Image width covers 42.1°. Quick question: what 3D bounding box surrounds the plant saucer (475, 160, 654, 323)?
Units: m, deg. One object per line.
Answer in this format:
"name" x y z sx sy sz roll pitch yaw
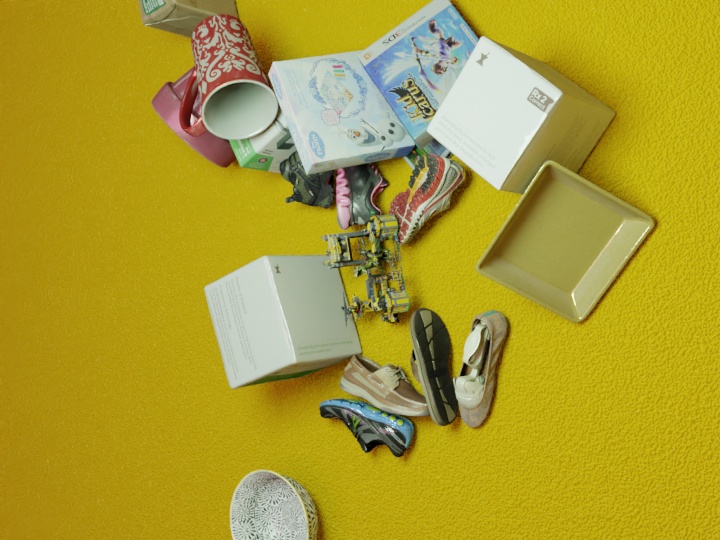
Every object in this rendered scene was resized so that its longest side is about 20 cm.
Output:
"plant saucer" 0.300 -0.046 1.399 0.201 0.199 0.049 -58 16 21

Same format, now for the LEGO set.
"LEGO set" 0.000 0.000 1.614 0.154 0.115 0.202 -177 80 -70

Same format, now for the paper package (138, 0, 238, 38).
"paper package" -0.358 -0.586 1.883 0.103 0.190 0.202 -19 79 36

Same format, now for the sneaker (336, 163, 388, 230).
"sneaker" 0.002 -0.170 1.683 0.095 0.079 0.202 -3 75 3

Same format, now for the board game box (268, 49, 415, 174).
"board game box" -0.032 -0.275 1.598 0.201 0.198 0.043 69 153 16

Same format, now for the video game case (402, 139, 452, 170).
"video game case" 0.112 -0.286 1.621 0.183 0.022 0.200 -50 62 26

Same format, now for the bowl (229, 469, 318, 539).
"bowl" -0.144 0.469 1.759 0.200 0.094 0.203 -1 88 38

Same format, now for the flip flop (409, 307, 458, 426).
"flip flop" 0.115 0.163 1.578 0.057 0.081 0.202 -21 77 47

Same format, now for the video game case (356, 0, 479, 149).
"video game case" 0.118 -0.332 1.556 0.181 0.045 0.201 -35 66 6

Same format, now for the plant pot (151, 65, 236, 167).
"plant pot" -0.278 -0.332 1.829 0.179 0.200 0.200 -47 62 10

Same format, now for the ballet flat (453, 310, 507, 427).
"ballet flat" 0.185 0.161 1.527 0.068 0.067 0.202 17 100 40

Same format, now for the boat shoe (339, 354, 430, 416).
"boat shoe" 0.047 0.199 1.631 0.199 0.075 0.072 18 98 35

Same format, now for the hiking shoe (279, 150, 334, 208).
"hiking shoe" -0.096 -0.193 1.680 0.076 0.100 0.201 -96 7 -49

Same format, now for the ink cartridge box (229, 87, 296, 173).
"ink cartridge box" -0.125 -0.271 1.724 0.200 0.145 0.085 -36 68 32

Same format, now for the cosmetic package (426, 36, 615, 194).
"cosmetic package" 0.242 -0.223 1.405 0.165 0.199 0.166 44 114 30

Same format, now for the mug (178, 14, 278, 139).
"mug" -0.251 -0.342 1.651 0.176 0.134 0.201 -16 54 -4

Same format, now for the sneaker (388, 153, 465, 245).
"sneaker" 0.112 -0.110 1.584 0.200 0.082 0.078 -54 42 44

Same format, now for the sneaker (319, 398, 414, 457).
"sneaker" 0.002 0.278 1.664 0.199 0.071 0.083 15 92 34

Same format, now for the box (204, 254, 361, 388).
"box" -0.138 0.089 1.696 0.171 0.198 0.201 -26 76 34
